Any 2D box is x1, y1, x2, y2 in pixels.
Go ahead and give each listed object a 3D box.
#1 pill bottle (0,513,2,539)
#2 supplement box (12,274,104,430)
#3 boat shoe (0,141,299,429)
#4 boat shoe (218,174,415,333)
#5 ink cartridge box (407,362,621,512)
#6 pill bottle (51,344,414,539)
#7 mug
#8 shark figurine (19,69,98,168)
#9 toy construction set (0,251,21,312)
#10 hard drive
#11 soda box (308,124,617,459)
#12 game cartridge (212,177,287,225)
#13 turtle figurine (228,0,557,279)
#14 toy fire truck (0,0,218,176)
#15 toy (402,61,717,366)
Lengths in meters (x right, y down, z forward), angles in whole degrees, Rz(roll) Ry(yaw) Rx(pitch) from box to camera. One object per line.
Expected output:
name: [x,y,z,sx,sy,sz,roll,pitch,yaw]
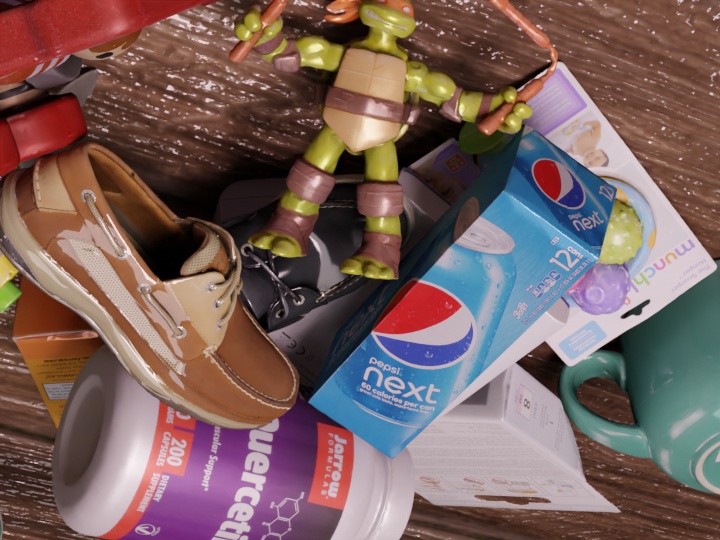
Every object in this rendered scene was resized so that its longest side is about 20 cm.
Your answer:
pill bottle: [-0.317,0.137,1.071,0.113,0.113,0.200,-1,140,-2]
supplement box: [-0.174,0.077,1.042,0.069,0.067,0.200,-7,140,5]
boat shoe: [-0.099,0.010,0.809,0.074,0.076,0.200,-31,124,27]
boat shoe: [-0.061,0.005,0.891,0.199,0.066,0.075,-15,112,27]
ink cartridge box: [0.075,0.117,1.091,0.162,0.057,0.200,-3,158,33]
pill bottle: [-0.071,0.115,0.912,0.200,0.113,0.112,17,137,-27]
mug: [0.245,0.088,1.042,0.152,0.115,0.185,30,131,-34]
shark figurine: [-0.257,-0.098,0.818,0.214,0.090,0.128,3,175,5]
toy construction set: [-0.286,0.037,0.920,0.200,0.131,0.092,-31,96,-4]
hard drive: [0.012,0.038,0.951,0.132,0.025,0.200,39,128,-13]
soda box: [0.053,0.016,0.858,0.064,0.068,0.200,34,129,-8]
game cartridge: [0.000,0.000,0.982,0.200,0.041,0.133,8,143,-14]
turtle figurine: [-0.009,-0.084,0.821,0.200,0.064,0.161,15,97,-8]
toy fire truck: [-0.144,-0.112,0.722,0.168,0.200,0.112,-14,102,16]
toy: [0.126,-0.019,0.925,0.115,0.047,0.200,-35,123,14]
